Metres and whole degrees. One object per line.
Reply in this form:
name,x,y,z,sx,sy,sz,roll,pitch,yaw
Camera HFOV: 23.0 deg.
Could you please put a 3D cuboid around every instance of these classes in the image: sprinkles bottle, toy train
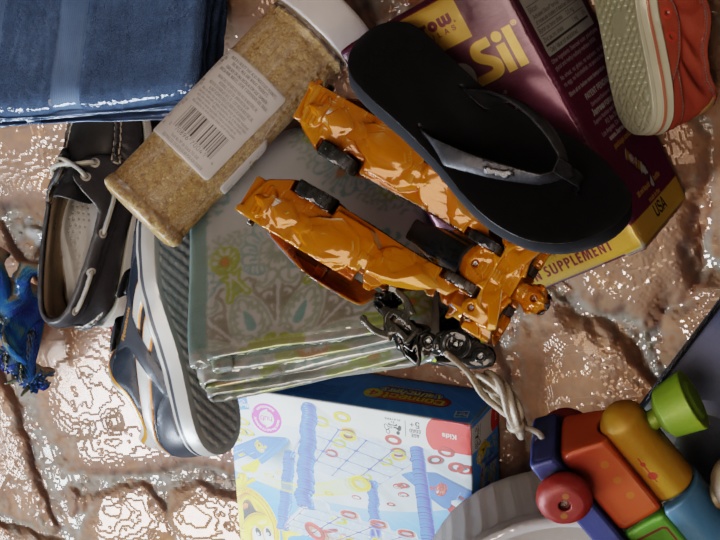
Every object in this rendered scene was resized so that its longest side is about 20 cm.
sprinkles bottle,-0.083,-0.109,1.196,0.068,0.068,0.200,43,87,3
toy train,0.155,0.096,1.060,0.116,0.085,0.200,-32,111,22

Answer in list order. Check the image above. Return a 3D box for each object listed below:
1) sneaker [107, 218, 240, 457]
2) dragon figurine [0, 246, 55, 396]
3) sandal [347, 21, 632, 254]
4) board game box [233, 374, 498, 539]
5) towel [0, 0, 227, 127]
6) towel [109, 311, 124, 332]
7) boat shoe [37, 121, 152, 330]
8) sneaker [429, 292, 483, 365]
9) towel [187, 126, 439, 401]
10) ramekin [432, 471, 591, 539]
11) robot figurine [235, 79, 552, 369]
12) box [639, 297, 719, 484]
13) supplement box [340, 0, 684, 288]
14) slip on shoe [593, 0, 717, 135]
sneaker,-0.144,0.037,1.273,0.079,0.078,0.200,-9,87,37
dragon figurine,-0.276,0.037,1.369,0.059,0.200,0.100,19,80,15
sandal,0.072,-0.079,1.054,0.200,0.076,0.043,36,161,14
board game box,0.004,0.177,1.342,0.200,0.056,0.196,7,113,23
towel,-0.189,-0.161,1.278,0.200,0.049,0.112,-1,76,26
towel,-0.141,0.007,1.329,0.144,0.023,0.200,-30,77,33
boat shoe,-0.204,-0.054,1.317,0.074,0.060,0.200,17,103,37
sneaker,0.000,0.000,1.243,0.200,0.083,0.072,25,81,6
towel,-0.032,-0.014,1.199,0.171,0.200,0.048,-11,148,14
ramekin,0.134,0.238,1.246,0.200,0.098,0.201,-1,112,-2
robot figurine,0.032,-0.028,1.102,0.200,0.058,0.145,32,91,10
box,0.283,0.118,1.145,0.200,0.123,0.199,36,123,9
supplement box,0.102,-0.094,1.151,0.131,0.103,0.200,-25,98,33
slip on shoe,0.184,-0.186,1.102,0.074,0.061,0.200,-171,71,-67
